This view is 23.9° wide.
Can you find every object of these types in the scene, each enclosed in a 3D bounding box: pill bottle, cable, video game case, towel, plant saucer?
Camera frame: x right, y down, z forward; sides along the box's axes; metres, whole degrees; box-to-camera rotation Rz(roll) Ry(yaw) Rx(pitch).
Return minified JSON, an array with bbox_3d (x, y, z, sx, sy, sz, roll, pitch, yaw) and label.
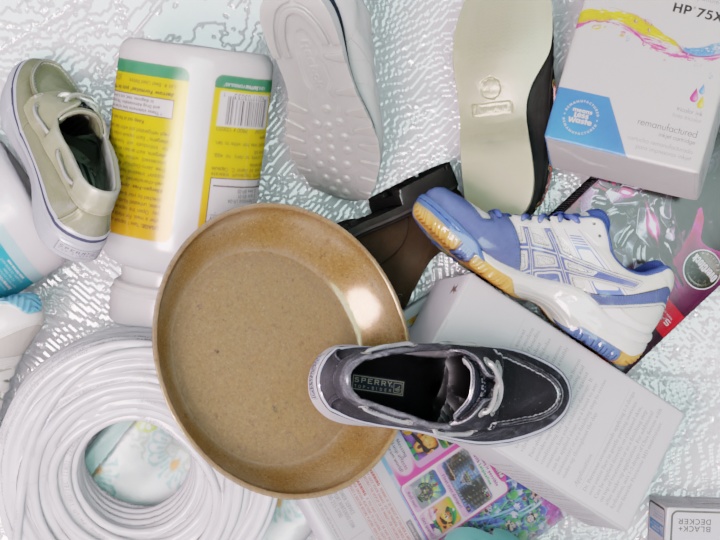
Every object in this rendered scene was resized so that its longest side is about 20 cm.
[{"bbox_3d":[-0.128,-0.060,1.220,0.112,0.113,0.202,7,97,-5],"label":"pill bottle"},{"bbox_3d":[-0.155,0.139,1.186,0.198,0.069,0.202,-3,104,-3],"label":"cable"},{"bbox_3d":[-0.317,-0.002,1.211,0.199,0.111,0.111,-32,94,-3],"label":"pill bottle"},{"bbox_3d":[0.038,0.142,1.260,0.181,0.024,0.201,-31,93,-22],"label":"video game case"},{"bbox_3d":[-0.124,0.169,1.262,0.171,0.048,0.200,41,88,-4],"label":"towel"},{"bbox_3d":[-0.057,0.056,1.148,0.199,0.035,0.202,10,71,-30],"label":"plant saucer"}]

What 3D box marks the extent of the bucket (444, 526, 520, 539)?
[{"bbox_3d":[0.095,0.298,1.200,0.206,0.135,0.209,-10,110,-29],"label":"bucket"}]

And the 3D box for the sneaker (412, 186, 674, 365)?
[{"bbox_3d":[0.132,-0.016,1.220,0.199,0.075,0.089,31,92,-12],"label":"sneaker"}]

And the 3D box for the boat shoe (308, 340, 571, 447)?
[{"bbox_3d":[0.066,0.079,1.147,0.198,0.068,0.072,10,80,-26],"label":"boat shoe"}]

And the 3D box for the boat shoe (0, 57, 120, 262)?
[{"bbox_3d":[-0.201,-0.090,1.188,0.072,0.201,0.062,16,125,-36],"label":"boat shoe"}]

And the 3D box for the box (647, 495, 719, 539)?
[{"bbox_3d":[0.274,0.276,1.289,0.115,0.060,0.202,1,91,-5],"label":"box"}]

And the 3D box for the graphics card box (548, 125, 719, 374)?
[{"bbox_3d":[0.222,-0.031,1.283,0.200,0.051,0.126,-42,93,-4],"label":"graphics card box"}]

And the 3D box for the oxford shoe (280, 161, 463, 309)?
[{"bbox_3d":[0.000,0.000,1.242,0.199,0.073,0.085,-28,99,-16],"label":"oxford shoe"}]

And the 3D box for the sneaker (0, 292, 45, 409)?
[{"bbox_3d":[-0.280,0.089,1.200,0.200,0.076,0.081,-43,71,29],"label":"sneaker"}]

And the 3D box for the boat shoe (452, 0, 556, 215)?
[{"bbox_3d":[0.109,-0.134,1.268,0.073,0.063,0.203,2,91,16],"label":"boat shoe"}]

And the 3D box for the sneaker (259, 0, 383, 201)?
[{"bbox_3d":[-0.014,-0.139,1.224,0.076,0.081,0.201,8,134,18],"label":"sneaker"}]

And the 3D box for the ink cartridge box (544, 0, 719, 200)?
[{"bbox_3d":[0.216,-0.165,1.239,0.115,0.067,0.202,14,78,14],"label":"ink cartridge box"}]

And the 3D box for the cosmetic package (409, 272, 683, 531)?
[{"bbox_3d":[0.124,0.098,1.246,0.199,0.071,0.102,33,77,-14],"label":"cosmetic package"}]
